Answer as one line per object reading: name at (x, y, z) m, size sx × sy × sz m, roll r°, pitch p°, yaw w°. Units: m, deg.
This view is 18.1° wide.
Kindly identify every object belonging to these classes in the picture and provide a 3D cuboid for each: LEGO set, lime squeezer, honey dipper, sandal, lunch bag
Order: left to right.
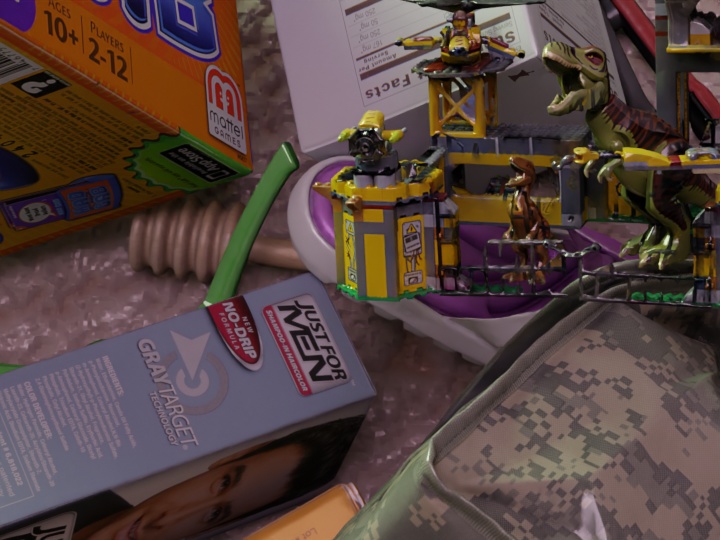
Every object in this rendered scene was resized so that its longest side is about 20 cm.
lime squeezer at (-0.100, 0.024, 0.951) m, size 0.199 × 0.038 × 0.071 m, roll -27°, pitch 102°, yaw 18°
honey dipper at (0.000, 0.000, 0.965) m, size 0.198 × 0.038 × 0.038 m, roll 11°, pitch 72°, yaw 7°
sandal at (0.068, 0.003, 0.900) m, size 0.201 × 0.050 × 0.083 m, roll 16°, pitch 54°, yaw -18°
lunch bag at (0.076, 0.087, 0.818) m, size 0.118 × 0.164 × 0.200 m, roll 45°, pitch 48°, yaw 7°
LEGO set at (0.081, -0.061, 0.767) m, size 0.198 × 0.154 × 0.117 m, roll 5°, pitch 109°, yaw 25°

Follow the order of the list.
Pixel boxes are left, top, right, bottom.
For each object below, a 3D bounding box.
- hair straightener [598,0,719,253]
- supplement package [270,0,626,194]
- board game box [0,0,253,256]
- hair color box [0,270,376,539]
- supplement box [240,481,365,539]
hair straightener at (0.109, -0.073, 0.971) m, size 0.077 × 0.041 × 0.201 m, roll -29°, pitch 70°, yaw -4°
supplement package at (0.026, -0.142, 0.954) m, size 0.109 × 0.114 × 0.202 m, roll -20°, pitch 67°, yaw 22°
board game box at (-0.185, -0.131, 0.914) m, size 0.198 × 0.200 × 0.202 m, roll -17°, pitch 68°, yaw 23°
hair color box at (-0.101, 0.075, 0.881) m, size 0.199 × 0.099 × 0.061 m, roll -19°, pitch 68°, yaw -22°
supplement box at (-0.072, 0.164, 0.898) m, size 0.199 × 0.069 × 0.067 m, roll -29°, pitch 72°, yaw -2°
